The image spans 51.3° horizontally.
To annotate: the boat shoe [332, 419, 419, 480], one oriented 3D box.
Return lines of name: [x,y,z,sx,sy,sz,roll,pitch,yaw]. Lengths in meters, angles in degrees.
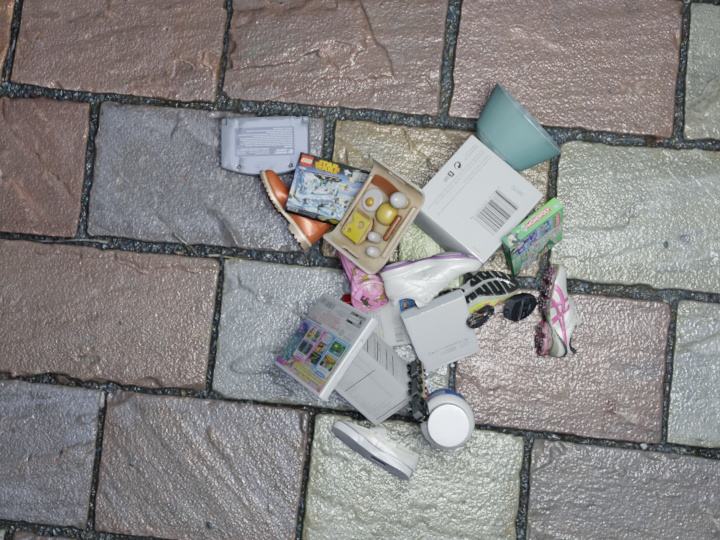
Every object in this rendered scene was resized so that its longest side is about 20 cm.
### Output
boat shoe: [0.036,0.371,1.620,0.200,0.071,0.070,30,62,9]

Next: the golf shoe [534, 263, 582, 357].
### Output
golf shoe: [0.427,0.086,1.606,0.092,0.073,0.200,3,97,-2]

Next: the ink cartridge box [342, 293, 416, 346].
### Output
ink cartridge box: [0.028,0.105,1.613,0.200,0.067,0.116,-8,105,3]

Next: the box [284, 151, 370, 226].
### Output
box: [-0.052,-0.166,1.623,0.200,0.040,0.137,16,66,-7]

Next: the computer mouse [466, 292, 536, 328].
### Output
computer mouse: [0.296,0.084,1.585,0.200,0.034,0.059,-10,121,-34]

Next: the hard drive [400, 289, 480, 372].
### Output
hard drive: [0.170,0.130,1.566,0.132,0.200,0.027,-22,47,2]

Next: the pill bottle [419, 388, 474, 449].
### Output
pill bottle: [0.177,0.307,1.540,0.112,0.200,0.112,0,87,3]

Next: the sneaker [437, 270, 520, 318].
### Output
sneaker: [0.251,0.067,1.621,0.200,0.090,0.078,-18,46,-14]

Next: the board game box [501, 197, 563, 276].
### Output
board game box: [0.359,-0.065,1.552,0.135,0.200,0.029,-39,68,0]

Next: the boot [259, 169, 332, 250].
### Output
boot: [-0.140,-0.154,1.656,0.107,0.075,0.200,-36,95,-2]

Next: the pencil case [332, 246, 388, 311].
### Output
pencil case: [0.000,0.000,1.578,0.086,0.083,0.200,-15,41,-7]

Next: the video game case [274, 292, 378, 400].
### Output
video game case: [-0.072,0.145,1.485,0.024,0.200,0.182,39,81,-33]

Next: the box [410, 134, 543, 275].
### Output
box: [0.236,-0.135,1.572,0.200,0.131,0.199,41,81,8]

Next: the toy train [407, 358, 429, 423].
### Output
toy train: [0.119,0.241,1.514,0.034,0.200,0.046,-37,109,18]

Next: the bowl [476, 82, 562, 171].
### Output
bowl: [0.321,-0.289,1.588,0.105,0.201,0.201,-43,85,20]

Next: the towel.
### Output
towel: [0.152,-0.044,1.646,0.148,0.036,0.200,0,87,5]

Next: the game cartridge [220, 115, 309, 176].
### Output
game cartridge: [-0.213,-0.278,1.684,0.200,0.040,0.134,0,83,4]

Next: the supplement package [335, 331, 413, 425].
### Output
supplement package: [0.007,0.202,1.552,0.114,0.110,0.200,-37,113,18]

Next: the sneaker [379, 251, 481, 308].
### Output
sneaker: [0.143,0.019,1.489,0.200,0.075,0.100,-12,96,6]

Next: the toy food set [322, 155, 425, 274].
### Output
toy food set: [0.024,-0.113,1.514,0.143,0.060,0.200,38,101,27]
